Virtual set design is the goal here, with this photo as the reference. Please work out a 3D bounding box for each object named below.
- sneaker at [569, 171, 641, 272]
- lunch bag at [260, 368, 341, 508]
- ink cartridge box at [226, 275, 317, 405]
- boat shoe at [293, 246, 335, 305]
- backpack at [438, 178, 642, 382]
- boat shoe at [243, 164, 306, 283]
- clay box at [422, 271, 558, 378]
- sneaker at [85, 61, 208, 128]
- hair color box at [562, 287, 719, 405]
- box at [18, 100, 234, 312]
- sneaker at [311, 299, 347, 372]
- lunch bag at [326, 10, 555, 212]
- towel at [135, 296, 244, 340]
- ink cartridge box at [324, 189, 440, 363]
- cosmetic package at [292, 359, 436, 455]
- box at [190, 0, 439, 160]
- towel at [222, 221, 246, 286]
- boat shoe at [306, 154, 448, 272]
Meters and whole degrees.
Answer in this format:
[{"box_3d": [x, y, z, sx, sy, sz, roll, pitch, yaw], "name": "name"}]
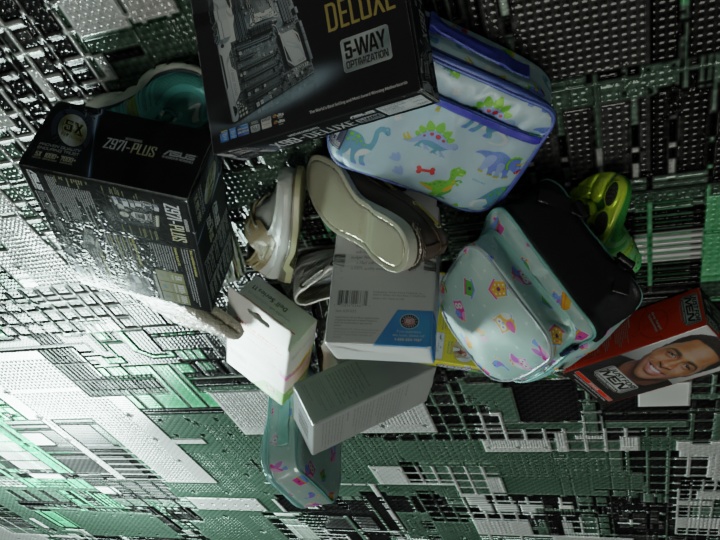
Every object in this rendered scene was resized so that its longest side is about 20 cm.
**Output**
[{"box_3d": [0.272, -0.031, 0.775, 0.083, 0.074, 0.202, -20, 135, -15], "name": "sneaker"}, {"box_3d": [-0.096, 0.265, 1.111, 0.076, 0.202, 0.161, -19, 134, 18], "name": "lunch bag"}, {"box_3d": [-0.128, 0.091, 0.974, 0.116, 0.067, 0.201, 35, 144, 15], "name": "ink cartridge box"}, {"box_3d": [0.000, 0.000, 0.859, 0.198, 0.070, 0.071, -22, 129, 28], "name": "boat shoe"}, {"box_3d": [0.176, 0.032, 0.746, 0.177, 0.152, 0.201, 52, 160, 16], "name": "backpack"}, {"box_3d": [-0.105, -0.051, 0.819, 0.067, 0.076, 0.201, 11, 144, -4], "name": "boat shoe"}, {"box_3d": [0.155, 0.070, 0.871, 0.197, 0.117, 0.048, 9, 165, 2], "name": "clay box"}, {"box_3d": [-0.225, -0.152, 0.722, 0.198, 0.080, 0.078, -15, 135, 28], "name": "sneaker"}, {"box_3d": [0.378, 0.106, 0.909, 0.101, 0.062, 0.199, 36, 135, -26], "name": "hair color box"}, {"box_3d": [-0.226, -0.058, 0.707, 0.161, 0.087, 0.201, 12, 146, 4], "name": "box"}, {"box_3d": [-0.028, 0.089, 0.990, 0.078, 0.075, 0.201, -10, 141, -7], "name": "sneaker"}, {"box_3d": [0.074, -0.150, 0.655, 0.198, 0.083, 0.161, 21, 138, -14], "name": "lunch bag"}, {"box_3d": [-0.254, 0.034, 0.899, 0.131, 0.035, 0.200, 10, 156, 42], "name": "towel"}, {"box_3d": [0.032, -0.005, 0.766, 0.114, 0.203, 0.067, 1, 159, 12], "name": "ink cartridge box"}, {"box_3d": [0.004, 0.177, 0.996, 0.198, 0.072, 0.102, -20, 146, -21], "name": "cosmetic package"}, {"box_3d": [-0.043, -0.194, 0.572, 0.197, 0.160, 0.050, -10, 177, 25], "name": "box"}, {"box_3d": [-0.245, -0.065, 0.843, 0.197, 0.048, 0.172, 11, 139, 18], "name": "towel"}, {"box_3d": [0.011, -0.066, 0.719, 0.059, 0.200, 0.073, -13, 127, -32], "name": "boat shoe"}]
